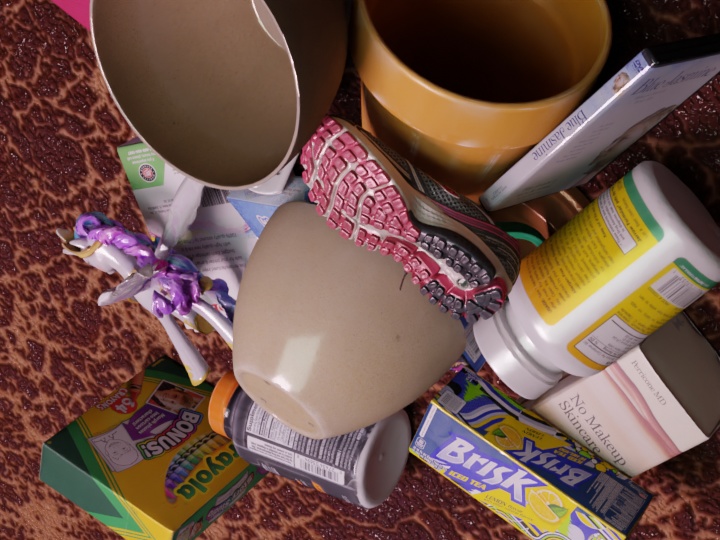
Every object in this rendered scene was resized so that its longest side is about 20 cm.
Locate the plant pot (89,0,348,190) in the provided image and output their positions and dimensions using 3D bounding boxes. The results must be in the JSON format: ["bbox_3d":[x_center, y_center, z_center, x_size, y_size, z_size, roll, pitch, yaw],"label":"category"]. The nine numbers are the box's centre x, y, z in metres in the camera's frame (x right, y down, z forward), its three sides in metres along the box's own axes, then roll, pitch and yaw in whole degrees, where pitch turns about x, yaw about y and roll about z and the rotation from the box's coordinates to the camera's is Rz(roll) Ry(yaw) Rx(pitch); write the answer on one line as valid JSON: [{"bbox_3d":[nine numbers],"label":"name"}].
[{"bbox_3d":[-0.086,-0.180,1.126,0.199,0.134,0.202,22,130,28],"label":"plant pot"}]

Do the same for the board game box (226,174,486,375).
[{"bbox_3d":[0.000,0.000,1.344,0.198,0.043,0.200,12,146,50],"label":"board game box"}]

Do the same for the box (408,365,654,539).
[{"bbox_3d":[0.144,0.173,1.285,0.199,0.064,0.070,35,131,15],"label":"box"}]

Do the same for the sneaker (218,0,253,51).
[{"bbox_3d":[-0.108,-0.188,1.238,0.077,0.200,0.089,36,161,29],"label":"sneaker"}]

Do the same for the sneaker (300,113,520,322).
[{"bbox_3d":[0.037,-0.046,1.158,0.200,0.075,0.081,43,133,-5],"label":"sneaker"}]

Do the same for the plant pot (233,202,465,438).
[{"bbox_3d":[-0.030,0.061,1.259,0.199,0.135,0.201,32,160,13],"label":"plant pot"}]

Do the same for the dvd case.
[{"bbox_3d":[0.195,-0.114,1.152,0.200,0.142,0.018,-43,72,42],"label":"dvd case"}]

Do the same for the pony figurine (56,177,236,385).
[{"bbox_3d":[-0.178,0.007,1.387,0.200,0.167,0.193,43,146,-15],"label":"pony figurine"}]

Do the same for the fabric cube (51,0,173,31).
[{"bbox_3d":[-0.168,-0.319,1.264,0.199,0.196,0.201,37,131,13],"label":"fabric cube"}]

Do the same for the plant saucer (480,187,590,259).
[{"bbox_3d":[0.132,-0.003,1.331,0.199,0.037,0.202,17,124,27],"label":"plant saucer"}]

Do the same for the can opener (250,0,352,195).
[{"bbox_3d":[-0.057,-0.159,1.304,0.052,0.066,0.201,25,87,21],"label":"can opener"}]

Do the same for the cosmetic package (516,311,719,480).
[{"bbox_3d":[0.218,0.126,1.306,0.104,0.087,0.200,51,132,1],"label":"cosmetic package"}]

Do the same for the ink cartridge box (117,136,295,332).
[{"bbox_3d":[-0.131,-0.051,1.462,0.144,0.084,0.201,-6,111,38],"label":"ink cartridge box"}]

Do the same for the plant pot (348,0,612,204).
[{"bbox_3d":[0.079,-0.150,1.199,0.200,0.200,0.184,37,147,13],"label":"plant pot"}]

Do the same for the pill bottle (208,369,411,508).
[{"bbox_3d":[-0.056,0.160,1.513,0.199,0.106,0.107,17,124,29],"label":"pill bottle"}]

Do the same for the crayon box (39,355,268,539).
[{"bbox_3d":[-0.206,0.194,1.577,0.172,0.200,0.059,29,128,20],"label":"crayon box"}]

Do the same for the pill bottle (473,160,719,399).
[{"bbox_3d":[0.191,0.014,1.210,0.200,0.113,0.113,-41,88,22],"label":"pill bottle"}]

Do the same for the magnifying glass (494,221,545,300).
[{"bbox_3d":[0.077,-0.022,1.237,0.199,0.022,0.080,20,120,-30],"label":"magnifying glass"}]
